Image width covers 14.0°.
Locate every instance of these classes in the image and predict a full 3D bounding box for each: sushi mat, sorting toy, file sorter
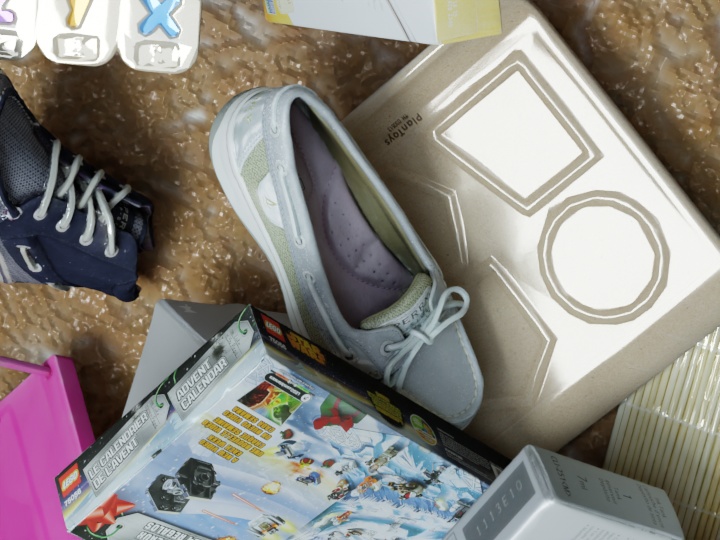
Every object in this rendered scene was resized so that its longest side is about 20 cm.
[{"bbox_3d":[0.168,0.118,1.499,0.095,0.012,0.201,17,107,12],"label":"sushi mat"},{"bbox_3d":[0.073,-0.015,1.480,0.185,0.036,0.200,-39,92,24],"label":"sorting toy"},{"bbox_3d":[-0.239,0.145,1.510,0.200,0.125,0.139,-41,52,31],"label":"file sorter"}]

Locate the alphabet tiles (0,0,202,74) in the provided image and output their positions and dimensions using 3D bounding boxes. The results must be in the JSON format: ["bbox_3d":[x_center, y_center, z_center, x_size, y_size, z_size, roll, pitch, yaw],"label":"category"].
[{"bbox_3d":[-0.130,-0.195,1.402,0.199,0.015,0.197,4,106,3],"label":"alphabet tiles"}]

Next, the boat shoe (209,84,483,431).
[{"bbox_3d":[0.001,-0.002,1.431,0.065,0.074,0.203,-6,117,61],"label":"boat shoe"}]

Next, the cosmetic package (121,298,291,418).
[{"bbox_3d":[-0.073,0.122,1.506,0.090,0.106,0.201,44,122,49],"label":"cosmetic package"}]

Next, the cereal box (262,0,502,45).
[{"bbox_3d":[0.001,-0.185,1.391,0.039,0.200,0.145,-11,101,-23],"label":"cereal box"}]

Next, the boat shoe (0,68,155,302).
[{"bbox_3d":[-0.153,-0.043,1.470,0.092,0.200,0.075,12,73,6],"label":"boat shoe"}]

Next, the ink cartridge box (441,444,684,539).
[{"bbox_3d":[0.097,0.188,1.483,0.173,0.044,0.200,20,123,-34],"label":"ink cartridge box"}]

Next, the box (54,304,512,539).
[{"bbox_3d":[-0.030,0.109,1.421,0.137,0.040,0.200,-41,132,18],"label":"box"}]

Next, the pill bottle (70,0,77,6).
[{"bbox_3d":[-0.204,-0.203,1.475,0.200,0.112,0.112,40,109,4],"label":"pill bottle"}]
